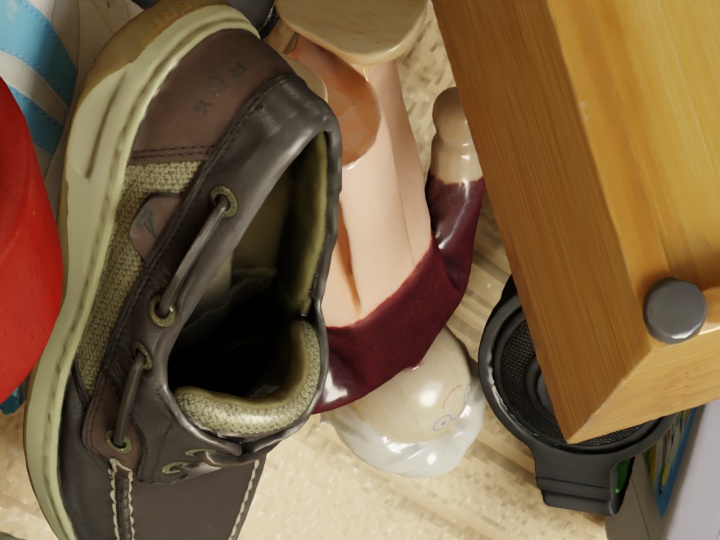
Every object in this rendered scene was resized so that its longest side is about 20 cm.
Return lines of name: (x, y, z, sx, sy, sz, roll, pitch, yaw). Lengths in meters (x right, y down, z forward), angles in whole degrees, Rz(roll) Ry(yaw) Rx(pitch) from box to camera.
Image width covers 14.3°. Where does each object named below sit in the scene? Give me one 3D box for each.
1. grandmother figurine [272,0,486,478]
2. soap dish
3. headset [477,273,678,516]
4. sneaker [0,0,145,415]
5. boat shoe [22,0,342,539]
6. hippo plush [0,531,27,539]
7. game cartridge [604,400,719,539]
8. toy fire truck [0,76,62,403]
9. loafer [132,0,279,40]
grandmother figurine: (0.000, 0.000, 0.853, 0.121, 0.061, 0.200, -37, 146, -11)
soap dish: (0.102, -0.072, 0.771, 0.157, 0.081, 0.201, -16, 87, -11)
headset: (0.091, -0.001, 0.904, 0.200, 0.093, 0.124, 79, 23, -58)
sneaker: (-0.094, -0.061, 0.751, 0.081, 0.076, 0.201, -37, 140, -32)
boat shoe: (-0.043, 0.022, 0.753, 0.073, 0.065, 0.201, -32, 144, -31)
hippo plush: (-0.106, 0.121, 0.761, 0.160, 0.200, 0.160, -4, 137, -51)
game cartridge: (0.123, 0.027, 0.962, 0.040, 0.133, 0.201, 12, 104, -7)
toy fire truck: (-0.121, 0.030, 0.622, 0.176, 0.200, 0.129, -48, 162, -19)
loafer: (-0.038, -0.141, 0.753, 0.073, 0.072, 0.201, -29, 130, -31)
